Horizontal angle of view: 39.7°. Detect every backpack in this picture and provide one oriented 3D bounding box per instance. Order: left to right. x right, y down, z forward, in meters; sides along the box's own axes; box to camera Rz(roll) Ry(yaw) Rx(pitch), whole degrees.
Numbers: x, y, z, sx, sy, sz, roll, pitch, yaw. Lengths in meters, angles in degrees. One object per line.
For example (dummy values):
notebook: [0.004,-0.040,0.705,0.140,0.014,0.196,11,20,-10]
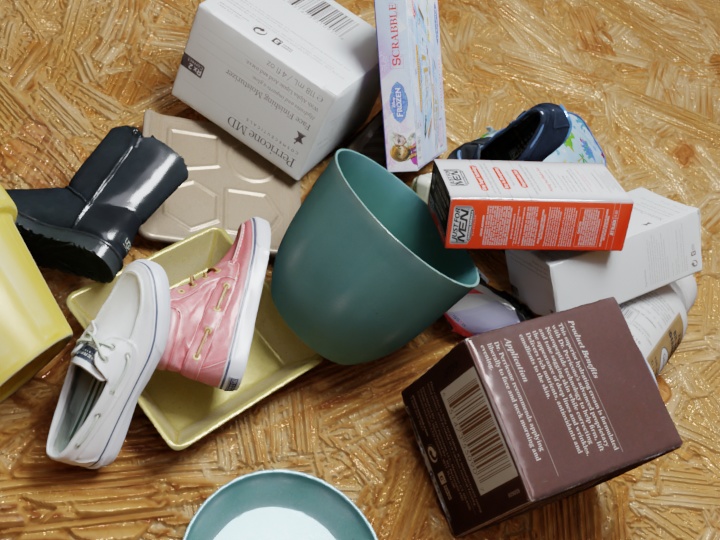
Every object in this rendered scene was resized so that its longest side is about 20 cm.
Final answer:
backpack: [0.223,-0.122,1.271,0.164,0.153,0.199,56,28,7]

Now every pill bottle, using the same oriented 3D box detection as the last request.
pill bottle: [0.322,0.067,1.184,0.114,0.115,0.200,40,49,11]

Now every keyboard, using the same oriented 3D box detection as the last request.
keyboard: [0.080,-0.034,1.175,0.200,0.011,0.057,45,50,-20]

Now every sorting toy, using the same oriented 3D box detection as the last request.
sorting toy: [-0.164,-0.097,1.175,0.197,0.037,0.187,10,52,-20]

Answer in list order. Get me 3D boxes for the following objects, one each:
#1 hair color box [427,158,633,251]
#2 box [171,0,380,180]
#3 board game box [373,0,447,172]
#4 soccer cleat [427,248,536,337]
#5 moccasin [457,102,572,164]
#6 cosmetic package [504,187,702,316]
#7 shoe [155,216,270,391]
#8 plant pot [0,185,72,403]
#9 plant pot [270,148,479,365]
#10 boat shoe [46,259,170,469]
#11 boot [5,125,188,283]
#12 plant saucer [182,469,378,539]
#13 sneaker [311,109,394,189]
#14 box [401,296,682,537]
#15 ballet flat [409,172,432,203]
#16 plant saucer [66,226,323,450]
hair color box: [0.179,-0.071,1.072,0.197,0.062,0.102,2,30,-8]
box: [-0.088,-0.248,1.225,0.198,0.132,0.200,34,38,6]
board game box: [0.064,-0.233,1.214,0.040,0.203,0.199,-1,12,15]
soccer cleat: [0.144,0.054,1.163,0.199,0.073,0.068,35,11,-18]
moccasin: [0.151,-0.125,1.146,0.068,0.200,0.081,0,48,-50]
cosmetic package: [0.277,-0.018,1.145,0.197,0.082,0.113,-19,24,-18]
shoe: [-0.149,0.020,1.004,0.090,0.072,0.202,16,54,-13]
plant pot: [-0.371,0.027,0.909,0.189,0.200,0.201,49,52,-2]
plant pot: [0.000,0.000,1.054,0.200,0.161,0.201,37,19,-16]
boat shoe: [-0.232,0.086,0.919,0.073,0.203,0.066,13,-2,32]
boot: [-0.299,-0.084,1.056,0.197,0.077,0.169,16,53,15]
plant saucer: [-0.073,0.285,0.924,0.197,0.036,0.202,10,52,-13]
sneaker: [0.013,-0.135,1.259,0.076,0.070,0.200,45,54,-9]
box: [0.180,0.151,1.022,0.197,0.164,0.168,-11,69,-28]
ballet flat: [0.071,-0.075,1.216,0.071,0.072,0.200,35,51,7]
plant saucer: [-0.172,0.072,1.035,0.199,0.049,0.200,-29,69,-35]
